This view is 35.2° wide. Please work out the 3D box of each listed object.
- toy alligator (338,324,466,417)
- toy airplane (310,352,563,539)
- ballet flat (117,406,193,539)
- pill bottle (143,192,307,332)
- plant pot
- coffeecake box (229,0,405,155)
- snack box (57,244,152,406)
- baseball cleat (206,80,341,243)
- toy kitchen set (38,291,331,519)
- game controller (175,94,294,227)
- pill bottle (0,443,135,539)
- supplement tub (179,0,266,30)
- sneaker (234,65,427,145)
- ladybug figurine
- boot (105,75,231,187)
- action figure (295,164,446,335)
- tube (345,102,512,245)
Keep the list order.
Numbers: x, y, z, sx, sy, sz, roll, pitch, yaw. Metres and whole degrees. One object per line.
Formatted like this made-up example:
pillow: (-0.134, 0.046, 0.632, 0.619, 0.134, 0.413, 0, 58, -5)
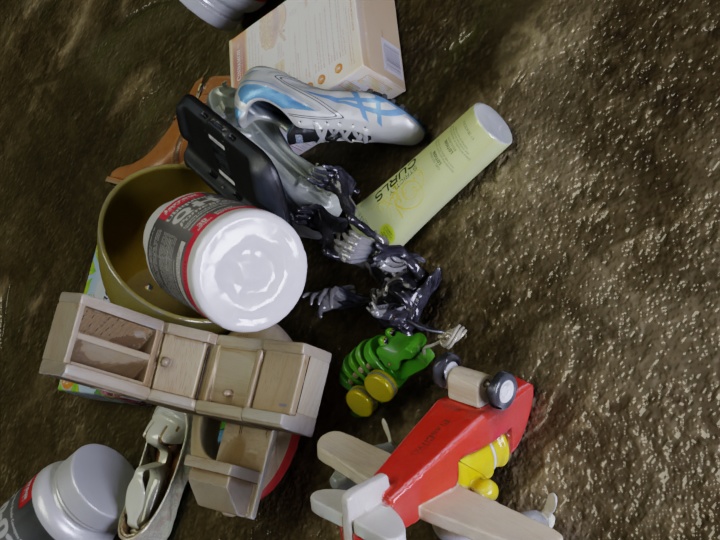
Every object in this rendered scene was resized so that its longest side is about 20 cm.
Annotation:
toy alligator: (0.026, 0.078, 1.025, 0.059, 0.054, 0.200, -46, 0, -38)
toy airplane: (0.059, 0.180, 0.924, 0.198, 0.141, 0.200, -17, 34, 9)
ballet flat: (-0.214, 0.206, 1.241, 0.067, 0.062, 0.201, 6, 77, 31)
pill bottle: (-0.138, -0.015, 1.071, 0.200, 0.110, 0.111, 20, 87, 61)
plant pot: (-0.201, 0.006, 1.250, 0.142, 0.199, 0.201, 124, 144, -49)
coffeecake box: (-0.054, -0.230, 1.272, 0.200, 0.073, 0.154, -26, 57, 35)
snack box: (-0.290, 0.059, 1.392, 0.142, 0.053, 0.201, -2, 71, 46)
baseball cleat: (-0.103, -0.107, 1.217, 0.200, 0.070, 0.107, 47, 140, 19)
toy kitchen set: (-0.169, 0.126, 1.041, 0.199, 0.180, 0.164, 2, 74, 43)
game controller: (-0.130, -0.107, 1.161, 0.200, 0.042, 0.105, 39, 143, 44)
pill bottle: (-0.349, 0.290, 1.302, 0.200, 0.114, 0.114, -41, 48, 25)
supplement tub: (-0.140, -0.409, 1.390, 0.200, 0.140, 0.141, -44, 46, 22)
sneaker: (-0.032, -0.153, 1.163, 0.199, 0.072, 0.073, 14, 76, 5)
ladybug figurine: (-0.108, 0.150, 1.155, 0.135, 0.072, 0.201, -1, 70, 43)
boot: (-0.227, -0.164, 1.412, 0.199, 0.077, 0.156, -1, 73, 42)
action figure: (0.000, 0.000, 1.082, 0.200, 0.102, 0.119, 56, 133, 30)
tube: (0.062, -0.081, 1.109, 0.200, 0.052, 0.058, -41, 19, 33)
